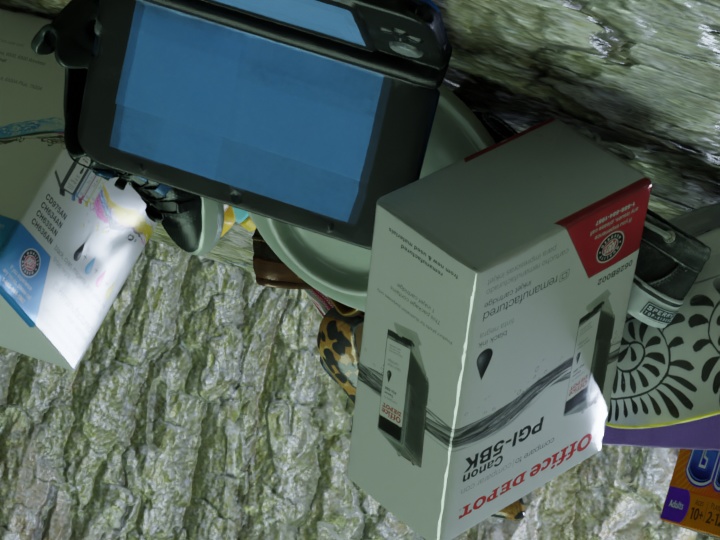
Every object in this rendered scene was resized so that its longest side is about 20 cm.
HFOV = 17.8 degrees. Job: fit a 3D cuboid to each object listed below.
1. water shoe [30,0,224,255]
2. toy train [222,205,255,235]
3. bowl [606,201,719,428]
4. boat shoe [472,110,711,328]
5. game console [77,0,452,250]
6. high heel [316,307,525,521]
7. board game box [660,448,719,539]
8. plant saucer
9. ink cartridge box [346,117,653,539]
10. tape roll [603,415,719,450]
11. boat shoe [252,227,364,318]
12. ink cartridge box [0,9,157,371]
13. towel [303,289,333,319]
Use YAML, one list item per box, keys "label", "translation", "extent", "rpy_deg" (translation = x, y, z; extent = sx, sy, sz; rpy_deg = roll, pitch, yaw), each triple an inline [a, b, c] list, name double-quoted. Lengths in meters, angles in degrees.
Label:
- label: "water shoe"
  translation: [-0.149, -0.084, 1.436]
  extent: [0.071, 0.079, 0.201]
  rpy_deg: [27, 144, 48]
- label: "toy train"
  translation: [-0.138, -0.095, 1.840]
  extent: [0.150, 0.056, 0.200]
  rpy_deg: [53, -158, 14]
- label: "bowl"
  translation: [0.222, 0.014, 1.427]
  extent: [0.200, 0.095, 0.201]
  rpy_deg: [-21, -171, 3]
- label: "boat shoe"
  translation: [0.130, -0.050, 1.383]
  extent: [0.073, 0.068, 0.199]
  rpy_deg: [16, -157, -47]
- label: "game console"
  translation: [-0.062, -0.101, 1.226]
  extent: [0.199, 0.119, 0.171]
  rpy_deg: [17, 176, 8]
- label: "high heel"
  translation: [0.046, 0.106, 1.651]
  extent: [0.200, 0.071, 0.143]
  rpy_deg: [41, 167, 7]
- label: "board game box"
  translation: [0.387, 0.137, 1.785]
  extent: [0.199, 0.201, 0.200]
  rpy_deg: [19, 175, -18]
- label: "plant saucer"
  translation: [-0.002, -0.041, 1.390]
  extent: [0.199, 0.050, 0.201]
  rpy_deg: [19, 133, 21]
- label: "ink cartridge box"
  translation: [0.077, 0.036, 1.303]
  extent: [0.146, 0.201, 0.083]
  rpy_deg: [-26, -133, -35]
- label: "tape roll"
  translation: [0.198, 0.098, 1.714]
  extent: [0.199, 0.066, 0.200]
  rpy_deg: [3, 176, 0]
- label: "boat shoe"
  translation: [0.000, 0.000, 1.590]
  extent: [0.199, 0.068, 0.072]
  rpy_deg: [18, 175, -43]
- label: "ink cartridge box"
  translation: [-0.240, -0.062, 1.650]
  extent: [0.144, 0.201, 0.147]
  rpy_deg: [16, 157, 29]
- label: "towel"
  translation: [0.009, -0.012, 1.828]
  extent: [0.200, 0.030, 0.147]
  rpy_deg: [-7, -124, -53]
